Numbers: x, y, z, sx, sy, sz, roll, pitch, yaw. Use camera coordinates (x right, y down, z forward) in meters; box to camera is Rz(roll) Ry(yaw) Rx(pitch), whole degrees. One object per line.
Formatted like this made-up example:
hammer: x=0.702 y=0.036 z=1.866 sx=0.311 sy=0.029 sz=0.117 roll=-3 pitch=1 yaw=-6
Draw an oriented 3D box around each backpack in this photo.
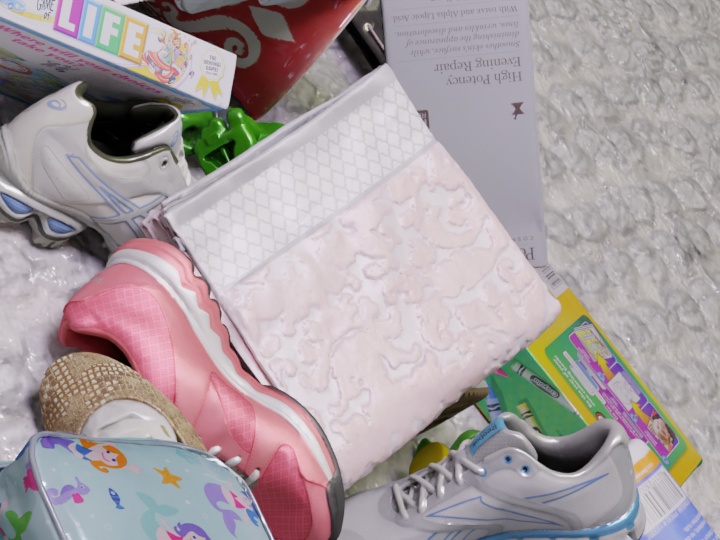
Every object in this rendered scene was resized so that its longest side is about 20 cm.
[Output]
backpack: x=-0.109 y=0.164 z=1.013 sx=0.200 sy=0.150 sz=0.178 roll=15 pitch=42 yaw=-55

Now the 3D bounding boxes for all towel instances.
towel: x=0.000 y=0.000 z=1.312 sx=0.200 sy=0.032 sz=0.191 roll=-35 pitch=91 yaw=-32

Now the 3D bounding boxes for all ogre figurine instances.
ogre figurine: x=-0.030 y=-0.051 z=1.431 sx=0.199 sy=0.099 sz=0.120 roll=12 pitch=7 yaw=16

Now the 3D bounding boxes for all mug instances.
mug: x=-0.106 y=-0.213 z=1.524 sx=0.200 sy=0.134 sz=0.177 roll=41 pitch=-9 yaw=-9

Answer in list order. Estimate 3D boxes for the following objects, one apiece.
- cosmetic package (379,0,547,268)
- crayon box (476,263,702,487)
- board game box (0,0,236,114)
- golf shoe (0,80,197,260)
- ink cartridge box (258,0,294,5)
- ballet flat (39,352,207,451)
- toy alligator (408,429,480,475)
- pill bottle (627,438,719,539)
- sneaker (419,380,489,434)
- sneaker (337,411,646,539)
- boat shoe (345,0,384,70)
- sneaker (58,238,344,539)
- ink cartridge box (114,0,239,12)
cosmetic package: x=0.069 y=-0.099 z=1.520 sx=0.074 sy=0.101 sz=0.201 roll=-89 pitch=173 yaw=-79
crayon box: x=0.141 y=0.087 z=1.561 sx=0.200 sy=0.058 sz=0.119 roll=52 pitch=28 yaw=3
board game box: x=-0.187 y=-0.130 z=1.265 sx=0.200 sy=0.134 sz=0.034 roll=20 pitch=75 yaw=-45
golf shoe: x=-0.121 y=-0.050 z=1.302 sx=0.200 sy=0.097 sz=0.078 roll=17 pitch=41 yaw=-48
ink cartridge box: x=-0.032 y=-0.255 z=1.411 sx=0.200 sy=0.057 sz=0.163 roll=-23 pitch=85 yaw=-55
ballet flat: x=-0.095 y=0.121 z=1.149 sx=0.200 sy=0.070 sz=0.065 roll=53 pitch=-14 yaw=7
toy alligator: x=0.077 y=0.147 z=1.349 sx=0.059 sy=0.054 sz=0.200 roll=40 pitch=14 yaw=-29
pill bottle: x=0.191 y=0.216 z=1.423 sx=0.200 sy=0.112 sz=0.112 roll=53 pitch=28 yaw=4
sneaker: x=-0.003 y=0.048 z=1.383 sx=0.200 sy=0.071 sz=0.113 roll=-2 pitch=61 yaw=-54
sneaker: x=0.061 y=0.121 z=1.277 sx=0.075 sy=0.199 sz=0.087 roll=-112 pitch=-166 yaw=-56
boat shoe: x=0.017 y=-0.160 z=1.700 sx=0.067 sy=0.057 sz=0.201 roll=83 pitch=-19 yaw=-73
sneaker: x=-0.092 y=0.083 z=1.233 sx=0.200 sy=0.074 sz=0.087 roll=52 pitch=48 yaw=0
ink cartridge box: x=-0.136 y=-0.230 z=1.342 sx=0.200 sy=0.057 sz=0.163 roll=-25 pitch=88 yaw=-55
